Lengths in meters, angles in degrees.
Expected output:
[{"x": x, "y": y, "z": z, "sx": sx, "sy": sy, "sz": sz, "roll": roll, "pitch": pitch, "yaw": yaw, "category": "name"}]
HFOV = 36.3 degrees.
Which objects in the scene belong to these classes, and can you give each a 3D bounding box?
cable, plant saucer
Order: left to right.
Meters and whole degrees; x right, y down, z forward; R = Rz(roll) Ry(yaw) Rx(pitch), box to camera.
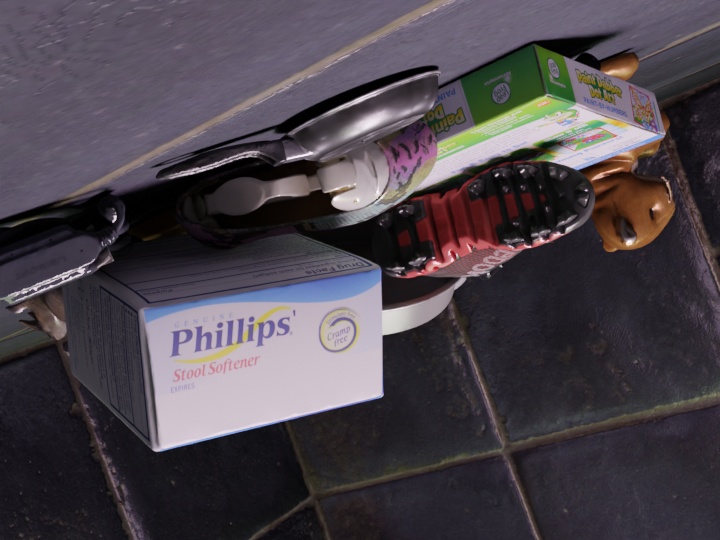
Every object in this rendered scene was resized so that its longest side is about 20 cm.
[{"x": -0.243, "y": 0.005, "z": 0.702, "sx": 0.199, "sy": 0.051, "sz": 0.163, "roll": -26, "pitch": -173, "yaw": -18, "category": "cable"}, {"x": -0.125, "y": -0.046, "z": 1.002, "sx": 0.198, "sy": 0.038, "sz": 0.200, "roll": -21, "pitch": 180, "yaw": 0, "category": "plant saucer"}]

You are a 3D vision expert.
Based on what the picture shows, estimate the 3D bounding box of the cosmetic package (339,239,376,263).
[{"x": -0.014, "y": -0.031, "z": 1.157, "sx": 0.082, "sy": 0.051, "sz": 0.200, "roll": -19, "pitch": -146, "yaw": -27, "category": "cosmetic package"}]

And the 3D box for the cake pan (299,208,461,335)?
[{"x": 0.000, "y": 0.000, "z": 1.009, "sx": 0.198, "sy": 0.037, "sz": 0.201, "roll": 0, "pitch": -151, "yaw": 0, "category": "cake pan"}]

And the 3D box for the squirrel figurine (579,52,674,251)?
[{"x": 0.226, "y": -0.101, "z": 1.136, "sx": 0.198, "sy": 0.188, "sz": 0.142, "roll": -21, "pitch": -179, "yaw": -5, "category": "squirrel figurine"}]

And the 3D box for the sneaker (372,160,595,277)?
[{"x": 0.110, "y": -0.040, "z": 0.913, "sx": 0.199, "sy": 0.072, "sz": 0.097, "roll": -17, "pitch": 167, "yaw": 34, "category": "sneaker"}]

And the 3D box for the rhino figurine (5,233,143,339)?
[{"x": -0.240, "y": 0.019, "z": 0.955, "sx": 0.199, "sy": 0.087, "sz": 0.060, "roll": -19, "pitch": -139, "yaw": 39, "category": "rhino figurine"}]

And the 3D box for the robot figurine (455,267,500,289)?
[{"x": 0.110, "y": -0.069, "z": 1.318, "sx": 0.201, "sy": 0.124, "sz": 0.150, "roll": -54, "pitch": -153, "yaw": -3, "category": "robot figurine"}]

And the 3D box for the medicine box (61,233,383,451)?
[{"x": -0.108, "y": 0.039, "z": 0.822, "sx": 0.181, "sy": 0.104, "sz": 0.199, "roll": -10, "pitch": -164, "yaw": -29, "category": "medicine box"}]

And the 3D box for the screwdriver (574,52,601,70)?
[{"x": 0.152, "y": -0.120, "z": 0.995, "sx": 0.200, "sy": 0.028, "sz": 0.029, "roll": -52, "pitch": -171, "yaw": 44, "category": "screwdriver"}]

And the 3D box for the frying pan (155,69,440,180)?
[{"x": -0.023, "y": -0.088, "z": 0.687, "sx": 0.189, "sy": 0.031, "sz": 0.114, "roll": -26, "pitch": -177, "yaw": -43, "category": "frying pan"}]

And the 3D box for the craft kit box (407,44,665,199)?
[{"x": 0.111, "y": -0.105, "z": 0.882, "sx": 0.199, "sy": 0.049, "sz": 0.197, "roll": -20, "pitch": 168, "yaw": 37, "category": "craft kit box"}]

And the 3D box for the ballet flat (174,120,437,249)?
[{"x": -0.041, "y": -0.060, "z": 0.786, "sx": 0.198, "sy": 0.070, "sz": 0.071, "roll": -15, "pitch": 179, "yaw": 10, "category": "ballet flat"}]
